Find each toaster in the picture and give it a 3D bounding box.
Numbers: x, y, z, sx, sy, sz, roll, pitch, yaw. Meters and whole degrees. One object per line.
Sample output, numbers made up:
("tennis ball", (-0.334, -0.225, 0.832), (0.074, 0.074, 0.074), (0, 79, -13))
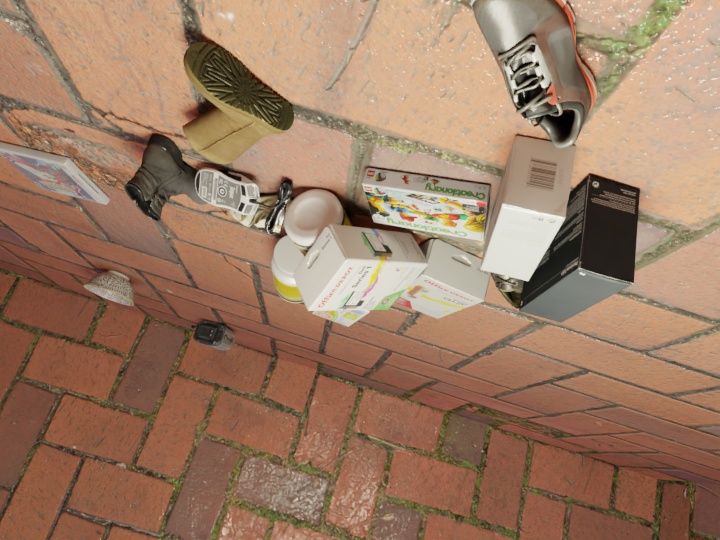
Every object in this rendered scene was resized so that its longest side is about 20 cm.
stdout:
("toaster", (-0.698, 0.312, 2.446), (0.198, 0.114, 0.129), (7, 159, 22))

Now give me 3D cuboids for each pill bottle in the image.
("pill bottle", (-0.063, -0.059, 0.997), (0.112, 0.113, 0.200), (10, 158, 20))
("pill bottle", (-0.152, -0.003, 1.206), (0.113, 0.115, 0.200), (17, 160, 0))

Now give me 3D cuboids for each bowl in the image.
("bowl", (-0.995, 0.059, 2.073), (0.199, 0.095, 0.201), (16, 160, 6))

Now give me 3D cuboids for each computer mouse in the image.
("computer mouse", (-0.222, -0.147, 0.974), (0.199, 0.044, 0.110), (22, 118, 12))

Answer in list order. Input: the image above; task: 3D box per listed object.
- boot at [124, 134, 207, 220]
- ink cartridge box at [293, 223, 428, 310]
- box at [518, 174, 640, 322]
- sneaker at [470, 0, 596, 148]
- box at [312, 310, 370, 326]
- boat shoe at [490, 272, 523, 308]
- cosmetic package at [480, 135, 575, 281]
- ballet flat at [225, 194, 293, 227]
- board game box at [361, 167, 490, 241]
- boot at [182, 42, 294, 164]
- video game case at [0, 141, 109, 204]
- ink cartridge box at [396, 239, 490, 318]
("boot", (-0.370, -0.150, 0.987), (0.069, 0.133, 0.200), (8, 157, 21))
("ink cartridge box", (0.000, 0.000, 0.939), (0.199, 0.084, 0.145), (3, 138, -40))
("box", (0.312, -0.021, 0.749), (0.078, 0.142, 0.200), (17, 160, 1))
("sneaker", (0.175, -0.195, 0.503), (0.199, 0.082, 0.077), (32, 155, -34))
("box", (-0.041, 0.061, 1.296), (0.112, 0.102, 0.200), (21, 159, -9))
("boat shoe", (0.282, 0.010, 0.958), (0.073, 0.065, 0.200), (3, 154, 38))
("cosmetic package", (0.227, -0.078, 0.718), (0.080, 0.114, 0.200), (14, 157, 9))
("ballet flat", (-0.216, -0.119, 1.040), (0.199, 0.063, 0.067), (2, 154, 37))
("board game box", (0.109, -0.107, 0.845), (0.198, 0.035, 0.126), (11, 159, 16))
("boot", (-0.216, -0.230, 0.758), (0.175, 0.067, 0.199), (33, 155, -35))
("video game case", (-0.738, -0.231, 1.236), (0.198, 0.023, 0.182), (14, 159, 10))
("ink cartridge box", (0.155, 0.024, 1.068), (0.144, 0.084, 0.200), (22, 158, -13))
